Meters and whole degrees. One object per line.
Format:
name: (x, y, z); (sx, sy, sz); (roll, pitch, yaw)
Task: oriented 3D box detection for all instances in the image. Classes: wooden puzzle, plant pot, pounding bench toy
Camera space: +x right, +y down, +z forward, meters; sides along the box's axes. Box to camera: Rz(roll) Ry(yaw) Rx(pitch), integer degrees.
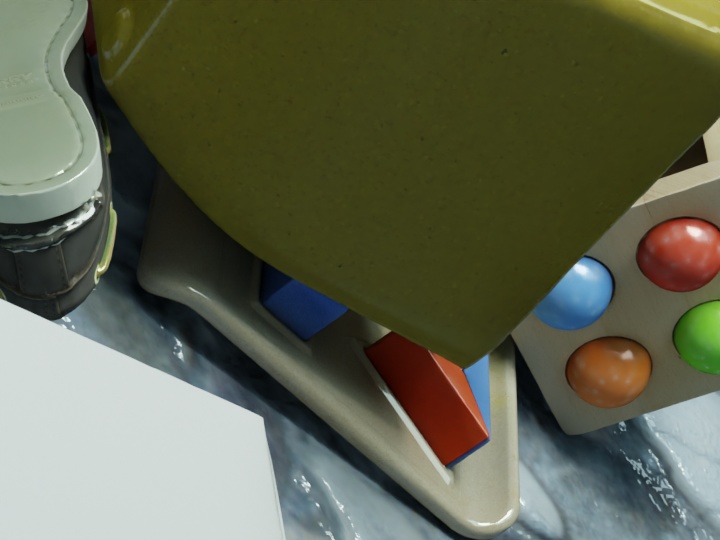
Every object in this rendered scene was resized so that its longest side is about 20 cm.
wooden puzzle: (0.000, 0.000, 0.959); (0.200, 0.046, 0.186); (37, 30, -22)
plant pot: (0.003, -0.115, 0.867); (0.199, 0.194, 0.196); (21, 38, -30)
pounding bench toy: (0.145, 0.006, 1.075); (0.156, 0.124, 0.200); (-93, 159, -49)

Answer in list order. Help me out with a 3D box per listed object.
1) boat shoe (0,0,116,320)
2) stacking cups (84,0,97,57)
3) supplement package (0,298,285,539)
boat shoe: (-0.132, -0.057, 0.822); (0.201, 0.071, 0.061); (-109, -168, -55)
stacking cups: (-0.167, -0.179, 0.929); (0.200, 0.060, 0.061); (47, 27, -10)
supplement package: (-0.127, 0.081, 0.589); (0.200, 0.117, 0.118); (27, 34, -36)
